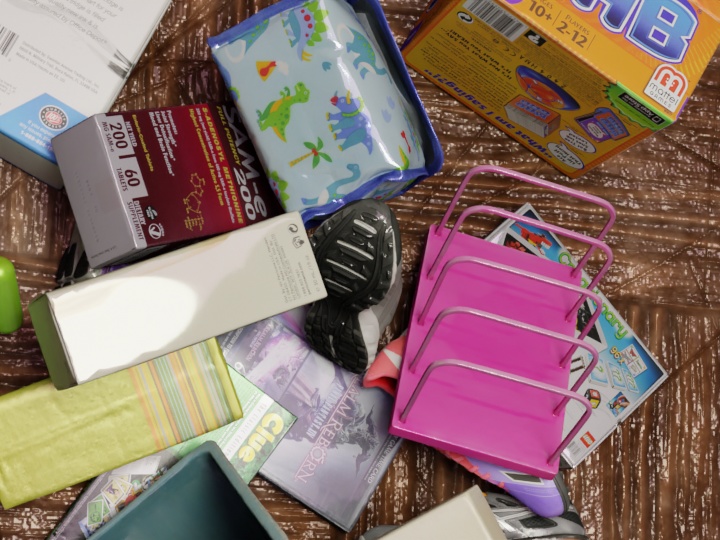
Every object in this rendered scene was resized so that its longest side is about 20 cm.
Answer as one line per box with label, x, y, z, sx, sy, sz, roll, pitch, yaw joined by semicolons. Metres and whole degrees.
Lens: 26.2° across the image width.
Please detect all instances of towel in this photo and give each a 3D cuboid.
towel;-0.196;0.110;1.206;0.200;0.018;0.086;-21;96;-13

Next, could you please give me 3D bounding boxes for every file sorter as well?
file sorter;0.119;0.035;1.228;0.139;0.125;0.200;17;56;-6

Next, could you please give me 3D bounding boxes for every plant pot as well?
plant pot;-0.103;0.287;1.144;0.196;0.196;0.200;-40;116;-7

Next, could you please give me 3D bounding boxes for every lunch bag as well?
lunch bag;-0.017;-0.133;1.258;0.127;0.200;0.170;-24;89;12

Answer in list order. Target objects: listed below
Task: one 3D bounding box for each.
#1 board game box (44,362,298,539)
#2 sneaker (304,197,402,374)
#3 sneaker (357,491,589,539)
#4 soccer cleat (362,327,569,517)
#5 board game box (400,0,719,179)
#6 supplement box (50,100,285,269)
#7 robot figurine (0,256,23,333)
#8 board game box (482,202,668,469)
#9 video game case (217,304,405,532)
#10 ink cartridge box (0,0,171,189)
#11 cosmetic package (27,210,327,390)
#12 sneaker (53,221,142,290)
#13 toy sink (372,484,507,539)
board game box;-0.150;0.166;1.236;0.105;0.023;0.200;39;80;-6
sneaker;0.000;0.000;1.223;0.074;0.200;0.079;28;59;11
sneaker;0.094;0.224;1.293;0.200;0.078;0.077;2;51;-11
soccer cleat;0.087;0.136;1.273;0.073;0.068;0.200;-38;79;-26
board game box;0.187;-0.233;1.324;0.200;0.200;0.200;34;72;-8
supplement box;-0.137;-0.072;1.226;0.200;0.061;0.109;-14;85;-51
robot figurine;-0.346;0.028;1.164;0.175;0.116;0.200;-5;82;-5
board game box;0.161;0.057;1.354;0.126;0.035;0.200;-40;93;-18
video game case;-0.056;0.104;1.290;0.200;0.019;0.143;34;73;-8
ink cartridge box;-0.251;-0.190;1.246;0.146;0.084;0.200;30;74;-9
cosmetic package;-0.138;0.023;1.156;0.200;0.105;0.071;-19;90;-22
sneaker;-0.190;-0.012;1.242;0.083;0.081;0.200;16;79;-27
toy sink;0.077;0.282;1.175;0.130;0.112;0.200;-30;81;5
